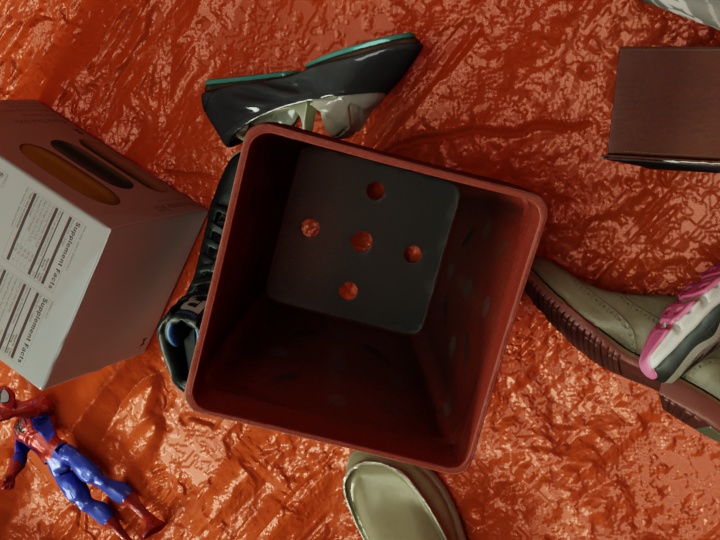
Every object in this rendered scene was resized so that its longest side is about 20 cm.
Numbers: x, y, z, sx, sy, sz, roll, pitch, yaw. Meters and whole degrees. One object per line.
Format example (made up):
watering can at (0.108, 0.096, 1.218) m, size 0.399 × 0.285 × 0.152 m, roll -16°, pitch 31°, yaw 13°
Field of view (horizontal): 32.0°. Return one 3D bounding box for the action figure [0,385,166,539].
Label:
action figure at (-0.274, 0.180, 1.116) m, size 0.200 × 0.099 × 0.065 m, roll 45°, pitch 111°, yaw 14°

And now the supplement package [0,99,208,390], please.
supplement package at (-0.267, -0.030, 1.045) m, size 0.200 × 0.152 × 0.151 m, roll 32°, pitch 109°, yaw 16°

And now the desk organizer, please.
desk organizer at (0.264, -0.101, 0.814) m, size 0.200 × 0.072 × 0.077 m, roll 9°, pitch 93°, yaw 40°

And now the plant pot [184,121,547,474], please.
plant pot at (0.000, 0.000, 0.901) m, size 0.199 × 0.176 × 0.200 m, roll 14°, pitch 105°, yaw -5°

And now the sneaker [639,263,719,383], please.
sneaker at (0.279, 0.021, 0.839) m, size 0.200 × 0.074 × 0.088 m, roll -38°, pitch 88°, yaw -3°

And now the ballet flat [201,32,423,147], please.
ballet flat at (-0.036, -0.131, 0.976) m, size 0.199 × 0.073 × 0.073 m, roll -8°, pitch 95°, yaw 30°

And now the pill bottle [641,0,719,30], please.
pill bottle at (0.213, -0.219, 0.793) m, size 0.200 × 0.114 × 0.114 m, roll 37°, pitch 114°, yaw 45°

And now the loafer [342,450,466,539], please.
loafer at (0.048, 0.229, 0.997) m, size 0.076 × 0.068 × 0.200 m, roll -35°, pitch 84°, yaw 24°

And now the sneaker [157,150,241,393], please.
sneaker at (-0.108, 0.005, 1.004) m, size 0.073 × 0.112 × 0.201 m, roll 12°, pitch 103°, yaw 20°

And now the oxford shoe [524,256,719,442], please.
oxford shoe at (0.204, 0.042, 0.912) m, size 0.200 × 0.070 × 0.075 m, roll 36°, pitch 84°, yaw 15°
